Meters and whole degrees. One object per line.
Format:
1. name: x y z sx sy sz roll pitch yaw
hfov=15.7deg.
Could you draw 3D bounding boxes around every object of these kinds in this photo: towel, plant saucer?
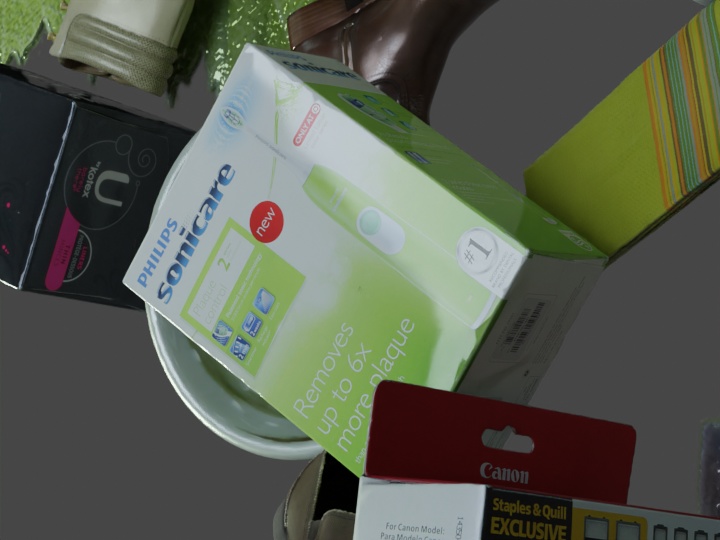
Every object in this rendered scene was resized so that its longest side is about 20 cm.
1. towel: 0.141 -0.057 1.316 0.200 0.018 0.086 -43 46 53
2. plant saucer: -0.026 0.002 1.410 0.200 0.050 0.201 -2 86 33

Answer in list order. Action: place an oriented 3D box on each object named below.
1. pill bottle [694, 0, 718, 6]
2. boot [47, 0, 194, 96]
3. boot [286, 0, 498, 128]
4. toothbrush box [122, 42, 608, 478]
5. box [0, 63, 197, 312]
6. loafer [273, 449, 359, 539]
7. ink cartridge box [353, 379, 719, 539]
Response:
1. pill bottle: 0.171 -0.237 1.298 0.112 0.112 0.200 -42 54 30
2. boot: -0.163 -0.203 1.654 0.200 0.073 0.156 28 98 39
3. boot: 0.043 -0.068 1.428 0.186 0.064 0.201 -22 69 39
4. toothbrush box: 0.000 0.000 1.313 0.200 0.086 0.146 39 108 30
5. box: -0.215 -0.061 1.649 0.200 0.106 0.123 20 96 45
6. loafer: -0.004 0.151 1.297 0.200 0.073 0.071 -114 36 -56
7. ink cartridge box: 0.089 0.149 1.226 0.084 0.200 0.176 0 82 44
